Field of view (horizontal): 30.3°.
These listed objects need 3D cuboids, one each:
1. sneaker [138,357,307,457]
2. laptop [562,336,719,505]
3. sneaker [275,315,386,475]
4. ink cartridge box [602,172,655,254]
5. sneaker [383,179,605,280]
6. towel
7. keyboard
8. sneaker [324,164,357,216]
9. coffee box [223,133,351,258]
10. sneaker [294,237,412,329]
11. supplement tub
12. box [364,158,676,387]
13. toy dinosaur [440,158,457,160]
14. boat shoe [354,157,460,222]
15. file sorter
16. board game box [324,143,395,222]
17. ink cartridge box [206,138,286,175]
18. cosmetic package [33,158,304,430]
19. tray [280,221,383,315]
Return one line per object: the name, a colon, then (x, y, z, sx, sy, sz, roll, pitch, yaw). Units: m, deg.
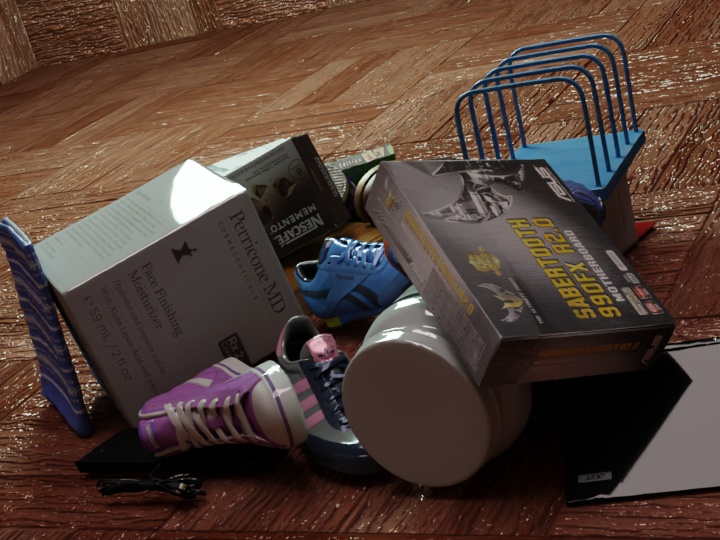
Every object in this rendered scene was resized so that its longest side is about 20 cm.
sneaker: (-0.120, 0.127, 1.098, 0.114, 0.073, 0.200, -23, 7, -23)
laptop: (0.249, 0.104, 1.002, 0.176, 0.104, 0.200, -9, -5, 18)
sneaker: (-0.026, 0.101, 1.106, 0.070, 0.083, 0.200, -12, 22, -23)
ink cartridge box: (0.176, -0.052, 1.378, 0.199, 0.084, 0.175, 2, 25, 43)
sneaker: (0.121, -0.024, 1.171, 0.198, 0.076, 0.079, -16, 24, 4)
towel: (-0.313, 0.055, 1.301, 0.024, 0.202, 0.145, -21, 21, -21)
keyboard: (-0.163, 0.166, 1.148, 0.199, 0.021, 0.127, -6, 16, 30)
sneaker: (-0.081, -0.043, 1.598, 0.199, 0.070, 0.099, -31, -21, 13)
coffee box: (-0.126, -0.058, 1.504, 0.199, 0.114, 0.080, -27, 3, 13)
sneaker: (0.000, 0.000, 1.298, 0.066, 0.079, 0.200, -47, 15, -33)
supplement tub: (0.086, 0.064, 1.044, 0.139, 0.141, 0.200, -3, 23, 33)
box: (0.114, -0.006, 0.986, 0.157, 0.049, 0.201, -2, 41, -29)
toy dinosaur: (0.093, -0.064, 1.477, 0.199, 0.107, 0.060, -18, 14, -28)
boat shoe: (0.076, -0.098, 1.577, 0.070, 0.071, 0.199, 11, 22, 38)
file sorter: (0.188, -0.149, 1.324, 0.138, 0.124, 0.200, -6, 19, 25)
board game box: (-0.048, -0.087, 1.638, 0.198, 0.105, 0.024, -17, 51, -4)
ink cartridge box: (-0.164, -0.096, 1.773, 0.199, 0.085, 0.146, -21, 19, -13)
cosmetic package: (-0.189, 0.019, 1.307, 0.199, 0.166, 0.165, -31, 26, -15)
tray: (-0.048, 0.000, 1.489, 0.098, 0.037, 0.199, 5, 29, 47)
